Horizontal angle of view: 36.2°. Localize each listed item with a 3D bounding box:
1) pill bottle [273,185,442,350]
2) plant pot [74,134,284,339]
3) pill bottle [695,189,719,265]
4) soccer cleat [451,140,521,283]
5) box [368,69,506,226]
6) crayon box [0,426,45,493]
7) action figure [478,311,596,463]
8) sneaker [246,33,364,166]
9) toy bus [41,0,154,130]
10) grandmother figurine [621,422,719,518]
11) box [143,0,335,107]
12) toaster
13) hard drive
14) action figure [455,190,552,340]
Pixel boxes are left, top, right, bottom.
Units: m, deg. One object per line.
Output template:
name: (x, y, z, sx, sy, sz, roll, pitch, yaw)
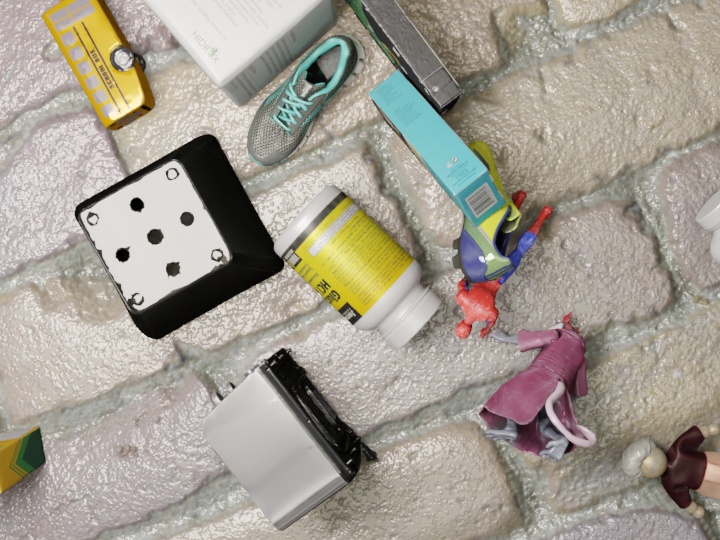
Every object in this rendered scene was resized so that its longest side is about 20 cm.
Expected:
pill bottle: (0.000, 0.000, 1.352, 0.200, 0.112, 0.112, 43, 92, 0)
plant pot: (-0.229, -0.042, 1.324, 0.199, 0.177, 0.200, -29, 90, 1)
pill bottle: (0.507, -0.020, 1.343, 0.200, 0.111, 0.111, 41, 92, -1)
soccer cleat: (0.158, -0.074, 1.334, 0.084, 0.065, 0.200, -13, 54, 27)
box: (0.090, -0.147, 1.312, 0.049, 0.082, 0.200, -38, 55, 3)
crayon box: (-0.472, 0.239, 1.324, 0.126, 0.200, 0.052, -10, 92, 2)
action figure: (0.226, 0.123, 1.335, 0.134, 0.149, 0.200, 36, 60, -9)
sneaker: (-0.074, -0.216, 1.357, 0.078, 0.091, 0.200, 37, 92, 1)
toy bus: (-0.329, -0.281, 1.374, 0.078, 0.065, 0.200, -30, 92, 3)
grandmother figurine: (0.425, 0.250, 1.381, 0.200, 0.061, 0.121, 11, 83, -2)
box: (-0.153, -0.329, 1.301, 0.171, 0.199, 0.200, -40, 91, 1)
toaster: (-0.086, 0.202, 1.329, 0.119, 0.181, 0.200, -39, 90, 5)
hard drive: (0.048, -0.277, 1.330, 0.038, 0.140, 0.200, -38, 90, 1)
action figure: (0.165, 0.007, 1.381, 0.065, 0.099, 0.200, 30, 70, 3)
